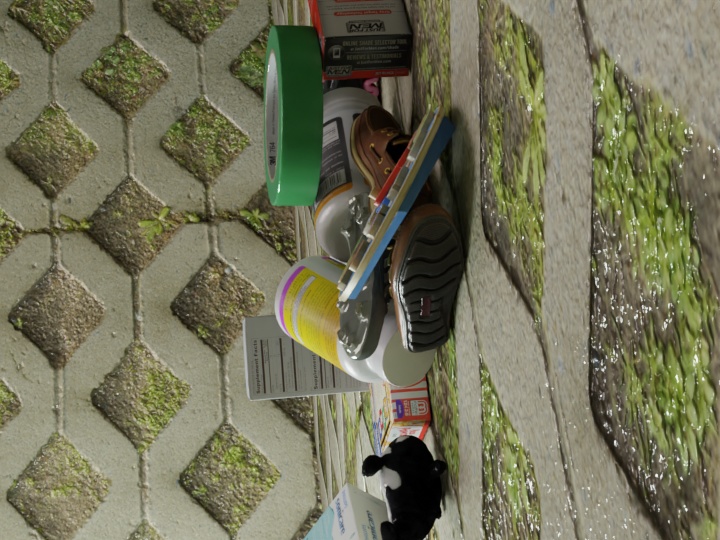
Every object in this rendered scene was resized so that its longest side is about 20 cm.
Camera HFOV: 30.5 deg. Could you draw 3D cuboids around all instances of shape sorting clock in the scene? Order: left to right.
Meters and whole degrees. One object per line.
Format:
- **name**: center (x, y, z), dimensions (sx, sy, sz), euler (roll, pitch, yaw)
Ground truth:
- **shape sorting clock**: center (0.026, -0.063, 1.224), dimensions (0.201, 0.039, 0.200), euler (-60, 0, -1)

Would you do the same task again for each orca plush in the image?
- **orca plush**: center (0.056, 0.223, 1.399), dimensions (0.071, 0.105, 0.200), euler (-50, -2, 21)

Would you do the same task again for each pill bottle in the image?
- **pill bottle**: center (-0.006, -0.115, 1.550), dimensions (0.117, 0.115, 0.201), euler (93, 171, -46)
- **pill bottle**: center (-0.004, 0.059, 1.461), dimensions (0.199, 0.103, 0.106), euler (28, 126, 51)

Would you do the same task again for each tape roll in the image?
- **tape roll**: center (-0.078, -0.175, 1.496), dimensions (0.200, 0.047, 0.203), euler (180, 90, -80)

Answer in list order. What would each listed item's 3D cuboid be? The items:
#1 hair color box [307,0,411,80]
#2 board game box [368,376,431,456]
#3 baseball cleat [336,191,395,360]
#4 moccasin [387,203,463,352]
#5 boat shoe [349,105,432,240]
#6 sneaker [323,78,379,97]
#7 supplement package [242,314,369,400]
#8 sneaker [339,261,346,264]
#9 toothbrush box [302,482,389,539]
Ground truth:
- **hair color box**: center (-0.007, -0.301, 1.499), dimensions (0.201, 0.100, 0.062), euler (-100, 9, -45)
- **board game box**: center (0.042, 0.138, 1.585), dimensions (0.200, 0.046, 0.153), euler (101, 164, -67)
- **baseball cleat**: center (0.029, 0.009, 1.370), dimensions (0.070, 0.106, 0.202), euler (-36, 41, 46)
- **moccasin**: center (0.060, -0.001, 1.260), dimensions (0.202, 0.073, 0.078), euler (78, 175, -59)
- **boat shoe**: center (0.040, -0.115, 1.399), dimensions (0.068, 0.071, 0.201), euler (-56, 30, 31)
- **sneaker**: center (-0.021, -0.221, 1.719), dimensions (0.079, 0.094, 0.203), euler (-128, 33, -76)
- **supplement package**: center (-0.057, 0.111, 1.776), dimensions (0.114, 0.197, 0.111), euler (154, 112, -84)
- **sneaker**: center (0.000, 0.000, 1.619), dimensions (0.087, 0.074, 0.202), euler (136, 146, -71)
- **toothbrush box**: center (-0.033, 0.424, 1.846), dimensions (0.201, 0.085, 0.147), euler (-55, 21, 16)
